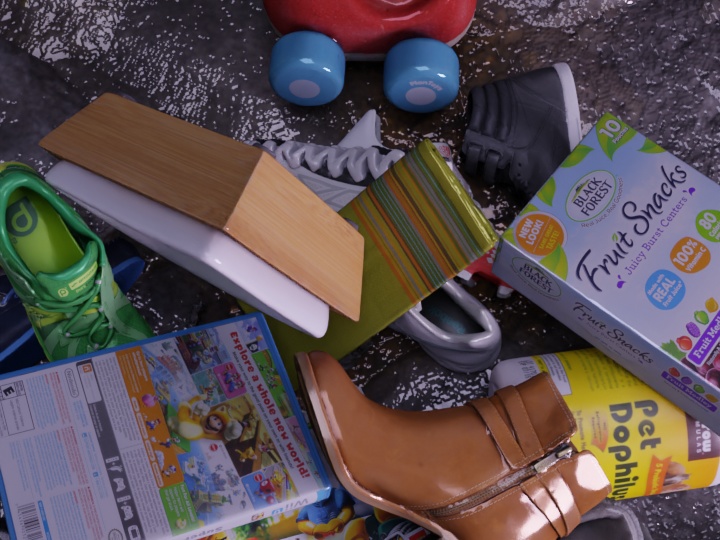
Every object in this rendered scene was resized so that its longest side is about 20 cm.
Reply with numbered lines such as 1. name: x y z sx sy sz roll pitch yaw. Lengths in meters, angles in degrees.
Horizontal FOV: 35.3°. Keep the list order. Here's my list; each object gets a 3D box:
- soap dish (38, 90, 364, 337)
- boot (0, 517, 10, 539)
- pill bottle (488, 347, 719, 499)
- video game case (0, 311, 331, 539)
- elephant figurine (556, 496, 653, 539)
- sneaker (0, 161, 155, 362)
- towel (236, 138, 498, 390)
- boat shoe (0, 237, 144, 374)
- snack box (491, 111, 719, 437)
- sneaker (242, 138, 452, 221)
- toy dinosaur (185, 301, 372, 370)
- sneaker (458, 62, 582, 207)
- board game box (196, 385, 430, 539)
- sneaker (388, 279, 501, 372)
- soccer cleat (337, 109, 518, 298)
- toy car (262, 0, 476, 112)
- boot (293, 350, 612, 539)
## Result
1. soap dish: -0.101 -0.041 0.765 0.198 0.157 0.082 23 81 38
2. boot: -0.203 0.191 0.764 0.197 0.168 0.077 -24 78 -7
3. pill bottle: 0.198 0.108 0.823 0.196 0.109 0.111 -8 76 -3
4. video game case: -0.134 0.109 0.730 0.197 0.018 0.145 -13 56 -20
5. elephant figurine: 0.164 0.220 0.792 0.154 0.143 0.200 -27 61 -34
6. sneaker: -0.200 0.018 0.777 0.074 0.083 0.202 -38 104 -16
7. towel: 0.000 0.000 0.794 0.199 0.018 0.087 -38 80 28
8. boat shoe: -0.259 0.029 0.850 0.198 0.084 0.069 -34 76 -11
9. snack box: 0.212 -0.001 0.790 0.199 0.053 0.142 36 64 16
10. sneaker: -0.027 -0.054 0.838 0.197 0.075 0.083 9 97 34
11. toy dinosaur: -0.091 0.059 0.865 0.197 0.047 0.090 -20 83 -2
12. sneaker: 0.129 -0.065 0.889 0.097 0.071 0.204 -6 70 -1
13. board game box: -0.060 0.176 0.753 0.197 0.035 0.128 -23 78 -22
14. sneaker: 0.023 0.007 0.862 0.198 0.080 0.071 27 78 7
15. soccer cleat: 0.065 -0.051 0.882 0.198 0.069 0.086 31 89 11
16. toy car: 0.009 -0.253 0.850 0.173 0.201 0.188 4 65 0
17. boot: 0.059 0.107 0.728 0.154 0.077 0.202 -32 87 -5
